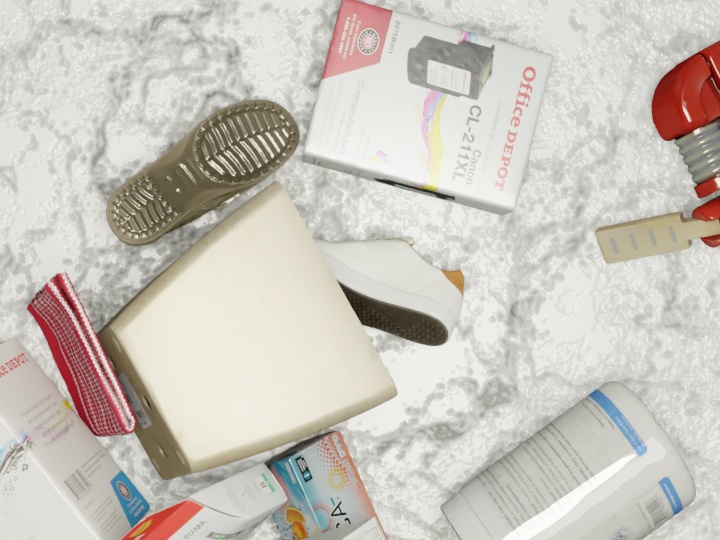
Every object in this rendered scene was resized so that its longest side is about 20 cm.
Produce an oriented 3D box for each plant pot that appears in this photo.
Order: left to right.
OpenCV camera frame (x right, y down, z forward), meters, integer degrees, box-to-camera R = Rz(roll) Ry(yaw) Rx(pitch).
[{"bbox_3d":[-0.115,0.072,1.369,0.176,0.200,0.201,-31,91,-20],"label":"plant pot"}]

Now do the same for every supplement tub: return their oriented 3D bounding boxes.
[{"bbox_3d":[0.185,0.204,1.441,0.199,0.132,0.133,-34,91,-3],"label":"supplement tub"}]

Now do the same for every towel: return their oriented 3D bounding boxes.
[{"bbox_3d":[-0.241,0.077,1.389,0.022,0.200,0.146,-26,91,-17],"label":"towel"}]

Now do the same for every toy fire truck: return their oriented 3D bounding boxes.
[{"bbox_3d":[0.305,-0.097,1.467,0.198,0.129,0.178,-28,91,-13],"label":"toy fire truck"}]

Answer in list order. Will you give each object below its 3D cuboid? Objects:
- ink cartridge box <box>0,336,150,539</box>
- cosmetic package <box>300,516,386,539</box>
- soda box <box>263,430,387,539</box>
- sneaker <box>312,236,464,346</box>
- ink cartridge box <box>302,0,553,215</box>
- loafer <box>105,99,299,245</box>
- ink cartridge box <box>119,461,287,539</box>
[{"bbox_3d":[-0.309,0.187,1.397,0.144,0.147,0.201,-38,91,10],"label":"ink cartridge box"},{"bbox_3d":[-0.046,0.277,1.402,0.050,0.199,0.083,-24,88,-43],"label":"cosmetic package"},{"bbox_3d":[-0.018,0.251,1.451,0.068,0.063,0.202,-24,90,-41],"label":"soda box"},{"bbox_3d":[0.000,0.000,1.476,0.198,0.073,0.085,21,54,5],"label":"sneaker"},{"bbox_3d":[0.060,-0.146,1.460,0.197,0.083,0.148,14,88,-2],"label":"ink cartridge box"},{"bbox_3d":[-0.146,-0.088,1.460,0.199,0.068,0.076,-31,93,-19],"label":"loafer"},{"bbox_3d":[-0.167,0.243,1.365,0.161,0.200,0.050,-43,80,23],"label":"ink cartridge box"}]
